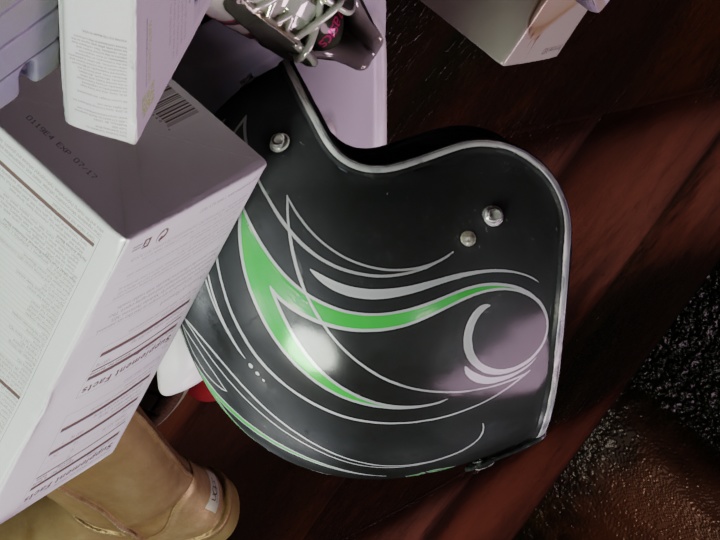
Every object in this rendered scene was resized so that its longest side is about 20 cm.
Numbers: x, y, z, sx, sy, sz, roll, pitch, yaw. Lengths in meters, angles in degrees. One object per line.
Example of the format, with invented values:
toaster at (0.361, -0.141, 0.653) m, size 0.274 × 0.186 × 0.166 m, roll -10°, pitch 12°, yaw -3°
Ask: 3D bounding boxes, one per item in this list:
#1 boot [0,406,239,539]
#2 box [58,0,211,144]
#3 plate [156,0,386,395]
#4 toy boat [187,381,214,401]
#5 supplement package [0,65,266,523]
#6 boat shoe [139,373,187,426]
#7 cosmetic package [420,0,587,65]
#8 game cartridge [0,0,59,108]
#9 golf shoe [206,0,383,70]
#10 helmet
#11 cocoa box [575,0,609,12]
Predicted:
boot at (-0.176, 0.110, 1.558) m, size 0.174 × 0.067 × 0.200 m, roll -16°, pitch 153°, yaw 15°
box at (-0.064, -0.169, 1.086) m, size 0.145 × 0.036 × 0.201 m, roll 96°, pitch 15°, yaw -53°
plate at (-0.039, -0.054, 1.486) m, size 0.200 × 0.032 × 0.201 m, roll -35°, pitch 134°, yaw -46°
toy boat at (-0.025, 0.035, 1.722) m, size 0.131 × 0.131 × 0.200 m, roll -55°, pitch 165°, yaw 20°
supplement package at (-0.149, 0.004, 1.286) m, size 0.109 × 0.114 × 0.200 m, roll -32°, pitch 158°, yaw -50°
boat shoe at (-0.104, 0.010, 1.551) m, size 0.076 × 0.071 × 0.200 m, roll -53°, pitch 171°, yaw -44°
cosmetic package at (0.129, -0.224, 1.660) m, size 0.201 × 0.073 × 0.103 m, roll -57°, pitch 165°, yaw 21°
game cartridge at (-0.190, -0.065, 1.001) m, size 0.200 × 0.038 × 0.130 m, roll -39°, pitch 156°, yaw -25°
golf shoe at (-0.044, -0.142, 1.298) m, size 0.077 × 0.088 × 0.200 m, roll -51°, pitch 165°, yaw 11°
helmet at (0.000, 0.000, 1.360) m, size 0.200 × 0.189 × 0.202 m, roll -177°, pitch -90°, yaw -87°
cocoa box at (0.124, -0.259, 1.420) m, size 0.200 × 0.133 × 0.131 m, roll -51°, pitch 165°, yaw -1°
